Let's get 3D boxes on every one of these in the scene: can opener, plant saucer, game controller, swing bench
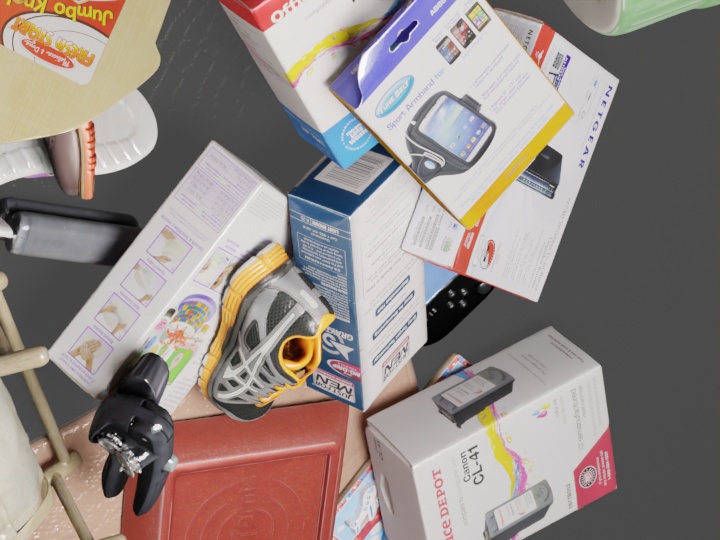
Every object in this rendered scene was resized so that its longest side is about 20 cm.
[{"bbox_3d":[-0.161,0.136,1.439,0.079,0.063,0.200,-48,166,-28],"label":"can opener"},{"bbox_3d":[-0.102,0.214,1.647,0.199,0.037,0.200,-5,117,-26],"label":"plant saucer"},{"bbox_3d":[-0.238,-0.047,1.415,0.199,0.053,0.067,7,110,-37],"label":"can opener"},{"bbox_3d":[0.031,-0.014,1.612,0.104,0.042,0.200,-50,129,0],"label":"game controller"},{"bbox_3d":[-0.305,0.144,1.430,0.199,0.130,0.200,-25,126,-13],"label":"swing bench"}]

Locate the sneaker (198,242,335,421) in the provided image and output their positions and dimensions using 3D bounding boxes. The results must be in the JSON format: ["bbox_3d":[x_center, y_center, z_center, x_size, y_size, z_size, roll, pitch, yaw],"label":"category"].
[{"bbox_3d":[-0.069,0.065,1.505,0.078,0.077,0.200,-43,162,-30],"label":"sneaker"}]

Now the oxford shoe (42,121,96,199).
[{"bbox_3d":[-0.228,-0.141,1.342,0.072,0.071,0.201,-15,97,-5],"label":"oxford shoe"}]

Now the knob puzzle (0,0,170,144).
[{"bbox_3d":[-0.222,-0.172,1.269,0.219,0.030,0.221,0,90,-20],"label":"knob puzzle"}]

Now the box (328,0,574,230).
[{"bbox_3d":[0.062,-0.125,1.384,0.119,0.041,0.200,-47,137,0],"label":"box"}]

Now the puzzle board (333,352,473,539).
[{"bbox_3d":[0.069,0.186,1.761,0.200,0.017,0.151,-51,130,2],"label":"puzzle board"}]

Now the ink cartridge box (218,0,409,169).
[{"bbox_3d":[-0.023,-0.183,1.359,0.116,0.067,0.200,-40,133,-9],"label":"ink cartridge box"}]

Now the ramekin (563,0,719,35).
[{"bbox_3d":[0.195,-0.276,1.481,0.097,0.200,0.201,-24,126,-10],"label":"ramekin"}]

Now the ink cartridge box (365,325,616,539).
[{"bbox_3d":[0.117,0.161,1.714,0.199,0.086,0.148,-27,127,-21],"label":"ink cartridge box"}]

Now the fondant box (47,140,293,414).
[{"bbox_3d":[-0.129,0.011,1.472,0.200,0.058,0.144,-53,161,1],"label":"fondant box"}]

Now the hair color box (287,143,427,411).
[{"bbox_3d":[0.000,0.000,1.519,0.100,0.060,0.201,-46,145,-38],"label":"hair color box"}]

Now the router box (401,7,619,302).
[{"bbox_3d":[0.123,-0.088,1.559,0.179,0.049,0.201,18,92,-62],"label":"router box"}]

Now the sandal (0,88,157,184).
[{"bbox_3d":[-0.235,-0.098,1.388,0.202,0.050,0.083,-13,86,-42],"label":"sandal"}]
